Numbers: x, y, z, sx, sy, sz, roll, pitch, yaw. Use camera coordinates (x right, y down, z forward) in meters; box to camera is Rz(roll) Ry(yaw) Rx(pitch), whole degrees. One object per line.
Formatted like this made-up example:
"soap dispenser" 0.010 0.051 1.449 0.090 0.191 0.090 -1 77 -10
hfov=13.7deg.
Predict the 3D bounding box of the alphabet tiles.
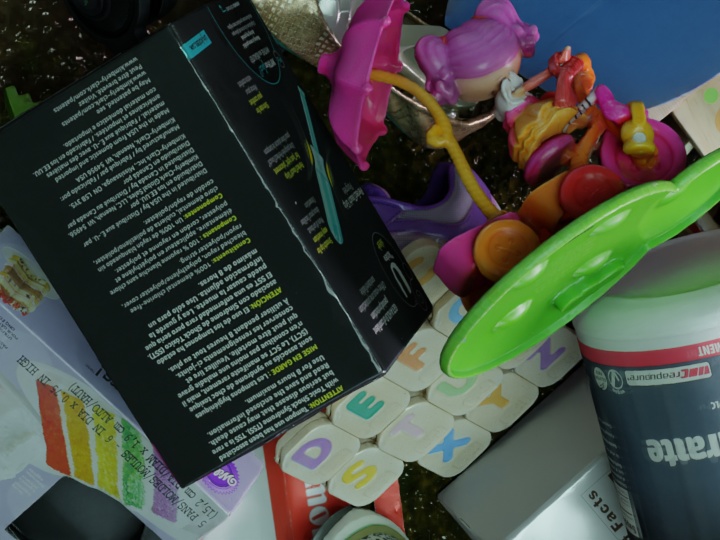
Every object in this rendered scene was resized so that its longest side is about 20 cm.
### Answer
"alphabet tiles" 0.045 0.055 1.700 0.200 0.015 0.196 -44 143 11

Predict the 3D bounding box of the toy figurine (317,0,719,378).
"toy figurine" 0.070 -0.075 1.540 0.200 0.150 0.184 -32 74 -17

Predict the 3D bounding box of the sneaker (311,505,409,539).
"sneaker" 0.049 0.224 1.756 0.077 0.089 0.200 -50 120 -9

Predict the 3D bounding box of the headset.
"headset" -0.125 -0.177 1.617 0.200 0.094 0.124 45 54 -21

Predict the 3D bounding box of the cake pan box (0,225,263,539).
"cake pan box" -0.174 0.097 1.614 0.200 0.052 0.184 44 133 -8

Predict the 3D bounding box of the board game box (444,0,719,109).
"board game box" 0.149 -0.146 1.659 0.158 0.200 0.039 -40 136 -13

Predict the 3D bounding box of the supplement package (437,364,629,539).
"supplement package" 0.168 0.123 1.758 0.200 0.121 0.120 -41 109 -3

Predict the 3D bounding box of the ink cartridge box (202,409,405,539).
"ink cartridge box" -0.068 0.147 1.734 0.200 0.050 0.162 -11 107 -10

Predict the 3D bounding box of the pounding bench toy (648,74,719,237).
"pounding bench toy" 0.235 -0.073 1.686 0.124 0.200 0.156 -39 110 -4

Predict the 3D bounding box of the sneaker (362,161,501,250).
"sneaker" 0.000 0.000 1.707 0.200 0.080 0.089 -26 103 -13

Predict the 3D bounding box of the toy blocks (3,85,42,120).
"toy blocks" -0.100 -0.022 1.648 0.137 0.100 0.200 -18 82 -11

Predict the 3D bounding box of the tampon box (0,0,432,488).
"tampon box" -0.076 -0.019 1.513 0.126 0.150 0.200 -30 94 16

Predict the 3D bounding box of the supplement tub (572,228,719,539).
"supplement tub" 0.202 0.088 1.622 0.140 0.140 0.200 -19 104 -11

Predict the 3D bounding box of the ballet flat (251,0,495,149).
"ballet flat" 0.011 -0.132 1.646 0.200 0.065 0.071 31 55 -45
